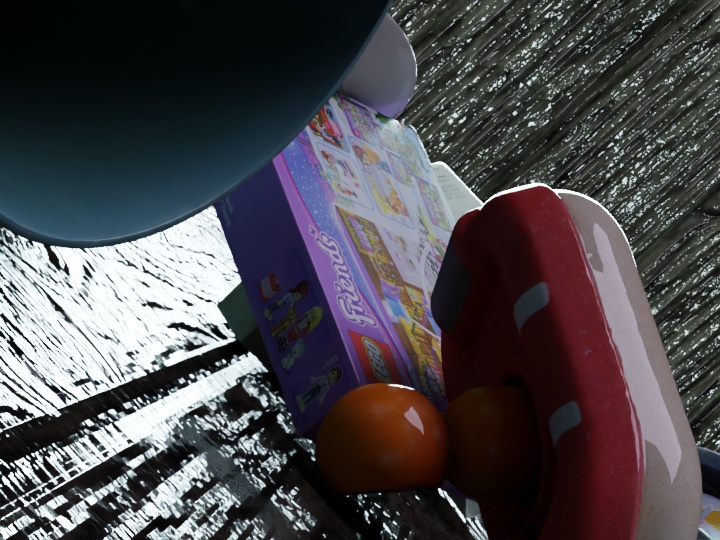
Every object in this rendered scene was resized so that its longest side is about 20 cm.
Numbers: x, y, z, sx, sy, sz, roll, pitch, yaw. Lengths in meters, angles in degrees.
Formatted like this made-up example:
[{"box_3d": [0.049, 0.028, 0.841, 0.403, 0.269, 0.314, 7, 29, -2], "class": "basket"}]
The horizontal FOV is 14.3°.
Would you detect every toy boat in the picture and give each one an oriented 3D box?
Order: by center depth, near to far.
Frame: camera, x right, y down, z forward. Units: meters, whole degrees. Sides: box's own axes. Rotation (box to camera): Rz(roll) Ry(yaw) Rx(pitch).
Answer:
[{"box_3d": [0.047, 0.068, 1.094, 0.131, 0.130, 0.200, 106, -25, -51], "class": "toy boat"}]

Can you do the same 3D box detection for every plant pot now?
[{"box_3d": [-0.099, -0.132, 0.861, 0.161, 0.201, 0.201, 34, -5, 31], "class": "plant pot"}]

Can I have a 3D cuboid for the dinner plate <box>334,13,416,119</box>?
[{"box_3d": [-0.074, -0.095, 1.322, 0.200, 0.200, 0.024, 44, 48, -53], "class": "dinner plate"}]

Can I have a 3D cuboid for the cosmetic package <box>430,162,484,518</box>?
[{"box_3d": [0.052, 0.035, 1.602, 0.200, 0.087, 0.104, 48, -40, 47], "class": "cosmetic package"}]

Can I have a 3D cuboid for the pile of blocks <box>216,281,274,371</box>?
[{"box_3d": [-0.006, 0.031, 1.335, 0.082, 0.062, 0.200, 47, 3, 11], "class": "pile of blocks"}]

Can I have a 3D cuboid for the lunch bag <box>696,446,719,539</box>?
[{"box_3d": [0.173, 0.159, 1.232, 0.169, 0.127, 0.200, 26, 8, -16], "class": "lunch bag"}]

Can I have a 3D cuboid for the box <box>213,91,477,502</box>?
[{"box_3d": [0.000, 0.000, 1.244, 0.137, 0.039, 0.200, 25, 34, -46], "class": "box"}]
